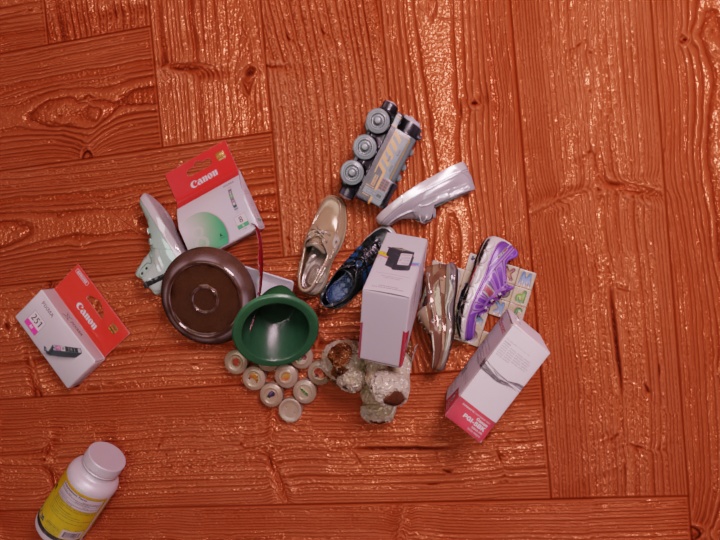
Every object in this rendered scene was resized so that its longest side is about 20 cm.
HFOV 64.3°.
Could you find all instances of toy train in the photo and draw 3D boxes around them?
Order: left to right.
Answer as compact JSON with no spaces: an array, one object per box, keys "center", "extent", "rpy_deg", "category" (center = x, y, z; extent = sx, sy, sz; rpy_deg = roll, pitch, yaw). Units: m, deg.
[{"center":[0.036,-0.216,1.096],"extent":[0.112,0.085,0.203],"rpy_deg":[27,95,-4],"category":"toy train"}]

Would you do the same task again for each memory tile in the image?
[{"center":[-0.168,0.197,1.163],"extent":[0.199,0.017,0.154],"rpy_deg":[41,99,-1],"category":"memory tile"}]

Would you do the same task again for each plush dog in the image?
[{"center":[0.006,0.182,1.084],"extent":[0.168,0.201,0.163],"rpy_deg":[16,61,-1],"category":"plush dog"}]

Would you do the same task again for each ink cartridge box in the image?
[{"center":[-0.623,0.119,1.241],"extent":[0.173,0.044,0.201],"rpy_deg":[-41,85,10],"category":"ink cartridge box"},{"center":[-0.308,-0.143,1.173],"extent":[0.158,0.050,0.203],"rpy_deg":[-25,90,10],"category":"ink cartridge box"},{"center":[0.060,0.046,1.019],"extent":[0.081,0.201,0.149],"rpy_deg":[10,122,10],"category":"ink cartridge box"},{"center":[0.242,0.184,1.031],"extent":[0.082,0.147,0.202],"rpy_deg":[35,102,5],"category":"ink cartridge box"}]

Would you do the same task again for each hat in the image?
[{"center":[-0.168,0.057,1.139],"extent":[0.162,0.177,0.202],"rpy_deg":[15,121,-20],"category":"hat"}]

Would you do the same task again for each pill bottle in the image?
[{"center":[-0.587,0.469,1.212],"extent":[0.112,0.112,0.202],"rpy_deg":[37,97,7],"category":"pill bottle"}]

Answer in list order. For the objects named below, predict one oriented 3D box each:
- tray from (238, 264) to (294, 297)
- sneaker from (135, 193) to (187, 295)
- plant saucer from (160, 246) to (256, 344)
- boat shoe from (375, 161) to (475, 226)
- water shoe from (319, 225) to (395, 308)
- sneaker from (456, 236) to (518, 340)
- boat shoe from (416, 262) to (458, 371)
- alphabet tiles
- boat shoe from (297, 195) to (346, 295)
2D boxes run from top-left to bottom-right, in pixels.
[{"center":[-0.237,0.042,1.166],"extent":[0.196,0.022,0.110],"rpy_deg":[17,103,2],"category":"tray"},{"center":[-0.433,-0.050,1.181],"extent":[0.117,0.074,0.203],"rpy_deg":[-28,90,3],"category":"sneaker"},{"center":[-0.307,0.056,1.144],"extent":[0.195,0.032,0.205],"rpy_deg":[0,102,1],"category":"plant saucer"},{"center":[0.125,-0.128,1.091],"extent":[0.197,0.072,0.069],"rpy_deg":[-30,87,1],"category":"boat shoe"},{"center":[0.000,0.000,1.107],"extent":[0.071,0.079,0.201],"rpy_deg":[41,98,6],"category":"water shoe"},{"center":[0.236,0.041,1.063],"extent":[0.082,0.081,0.204],"rpy_deg":[22,95,2],"category":"sneaker"},{"center":[0.144,0.086,1.086],"extent":[0.070,0.076,0.205],"rpy_deg":[4,84,13],"category":"boat shoe"},{"center":[0.220,0.057,1.107],"extent":[0.196,0.008,0.171],"rpy_deg":[17,95,8],"category":"alphabet tiles"},{"center":[-0.077,-0.052,1.119],"extent":[0.071,0.065,0.204],"rpy_deg":[17,86,10],"category":"boat shoe"}]
